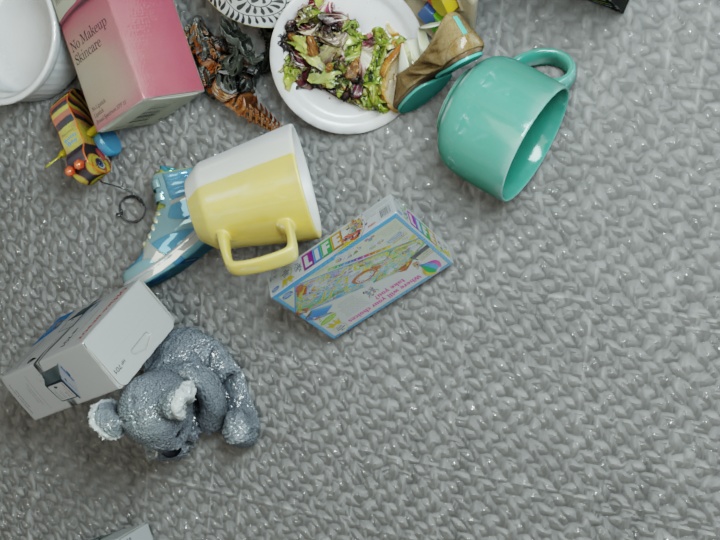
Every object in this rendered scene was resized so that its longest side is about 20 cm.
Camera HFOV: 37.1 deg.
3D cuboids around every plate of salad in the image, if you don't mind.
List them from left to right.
[{"bbox_3d":[-0.016,-0.265,1.349,0.198,0.048,0.202,0,116,0],"label":"plate of salad"}]

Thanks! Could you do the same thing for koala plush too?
[{"bbox_3d":[-0.259,0.177,1.436,0.176,0.200,0.186,-13,91,21],"label":"koala plush"}]

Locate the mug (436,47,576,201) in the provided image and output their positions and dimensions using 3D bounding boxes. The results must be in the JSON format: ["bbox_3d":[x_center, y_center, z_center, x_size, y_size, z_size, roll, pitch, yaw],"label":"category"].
[{"bbox_3d":[0.168,-0.182,1.281,0.114,0.185,0.153,31,129,17],"label":"mug"}]

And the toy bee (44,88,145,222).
[{"bbox_3d":[-0.379,-0.168,1.497,0.200,0.109,0.131,40,105,12],"label":"toy bee"}]

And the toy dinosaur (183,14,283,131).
[{"bbox_3d":[-0.160,-0.267,1.426,0.200,0.102,0.136,41,129,-1],"label":"toy dinosaur"}]

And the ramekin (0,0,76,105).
[{"bbox_3d":[-0.489,-0.334,1.526,0.198,0.098,0.203,2,95,21],"label":"ramekin"}]

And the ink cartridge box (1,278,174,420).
[{"bbox_3d":[-0.372,0.110,1.466,0.199,0.147,0.086,-24,112,38],"label":"ink cartridge box"}]

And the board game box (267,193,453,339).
[{"bbox_3d":[0.000,0.000,1.361,0.199,0.134,0.034,-33,46,19],"label":"board game box"}]

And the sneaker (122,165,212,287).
[{"bbox_3d":[-0.271,-0.067,1.484,0.199,0.080,0.131,-35,85,10],"label":"sneaker"}]

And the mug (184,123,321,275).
[{"bbox_3d":[-0.140,-0.091,1.353,0.152,0.187,0.151,-14,106,3],"label":"mug"}]

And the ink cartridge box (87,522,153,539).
[{"bbox_3d":[-0.388,0.473,1.576,0.198,0.084,0.147,-20,88,21],"label":"ink cartridge box"}]

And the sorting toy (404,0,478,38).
[{"bbox_3d":[0.068,-0.346,1.271,0.036,0.200,0.185,-39,80,-8],"label":"sorting toy"}]

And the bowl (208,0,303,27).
[{"bbox_3d":[-0.115,-0.416,1.338,0.198,0.094,0.203,0,77,-1],"label":"bowl"}]

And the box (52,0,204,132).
[{"bbox_3d":[-0.313,-0.305,1.438,0.127,0.108,0.202,-22,88,44],"label":"box"}]

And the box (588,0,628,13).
[{"bbox_3d":[0.205,-0.355,1.213,0.199,0.193,0.048,26,102,17],"label":"box"}]

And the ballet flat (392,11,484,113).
[{"bbox_3d":[0.082,-0.253,1.279,0.067,0.200,0.073,-23,88,-20],"label":"ballet flat"}]
